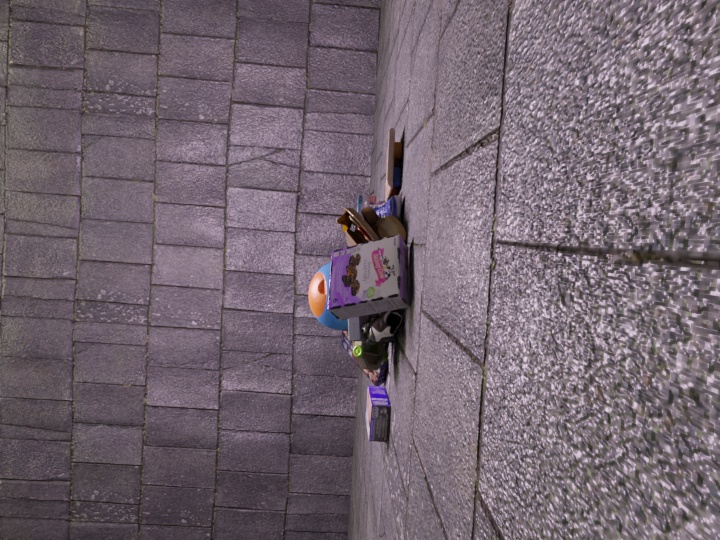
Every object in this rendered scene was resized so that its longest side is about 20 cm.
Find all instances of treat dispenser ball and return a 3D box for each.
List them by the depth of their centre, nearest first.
[{"bbox_3d":[-0.059,0.075,1.605,0.201,0.194,0.208,-176,90,-88],"label":"treat dispenser ball"}]

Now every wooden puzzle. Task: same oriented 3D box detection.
[{"bbox_3d":[0.106,-0.328,1.721,0.200,0.045,0.192,82,-169,-79],"label":"wooden puzzle"}]

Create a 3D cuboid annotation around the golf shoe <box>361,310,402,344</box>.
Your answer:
[{"bbox_3d":[0.081,0.127,1.430,0.079,0.092,0.201,64,-146,-21],"label":"golf shoe"}]

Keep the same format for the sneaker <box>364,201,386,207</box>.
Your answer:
[{"bbox_3d":[0.078,-0.145,1.762,0.082,0.086,0.203,-89,-18,-51],"label":"sneaker"}]

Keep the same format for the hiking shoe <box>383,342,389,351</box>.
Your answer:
[{"bbox_3d":[0.069,0.168,1.667,0.100,0.074,0.206,35,-131,-58],"label":"hiking shoe"}]

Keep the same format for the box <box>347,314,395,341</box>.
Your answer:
[{"bbox_3d":[0.032,0.115,1.477,0.198,0.040,0.161,14,-108,-58],"label":"box"}]

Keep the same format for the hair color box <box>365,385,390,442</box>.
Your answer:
[{"bbox_3d":[0.052,0.441,1.662,0.200,0.063,0.113,-138,52,-85],"label":"hair color box"}]

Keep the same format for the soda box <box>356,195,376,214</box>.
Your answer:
[{"bbox_3d":[0.018,-0.152,1.845,0.064,0.066,0.207,87,-174,-88],"label":"soda box"}]

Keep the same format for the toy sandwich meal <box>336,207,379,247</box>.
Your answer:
[{"bbox_3d":[-0.002,-0.091,1.526,0.206,0.070,0.205,50,177,4],"label":"toy sandwich meal"}]

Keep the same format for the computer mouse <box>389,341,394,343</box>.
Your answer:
[{"bbox_3d":[0.093,0.114,1.593,0.059,0.033,0.207,70,-164,-75],"label":"computer mouse"}]

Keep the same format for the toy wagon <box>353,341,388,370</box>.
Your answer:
[{"bbox_3d":[0.029,0.179,1.534,0.154,0.039,0.207,23,-117,-56],"label":"toy wagon"}]

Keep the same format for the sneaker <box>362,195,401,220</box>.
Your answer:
[{"bbox_3d":[0.064,-0.165,1.616,0.200,0.111,0.083,109,164,-81],"label":"sneaker"}]

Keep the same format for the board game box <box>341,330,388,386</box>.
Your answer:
[{"bbox_3d":[0.010,0.279,1.786,0.200,0.034,0.137,46,152,26],"label":"board game box"}]

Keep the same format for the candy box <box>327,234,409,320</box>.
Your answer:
[{"bbox_3d":[0.022,0.018,1.336,0.072,0.195,0.172,45,-141,-50],"label":"candy box"}]

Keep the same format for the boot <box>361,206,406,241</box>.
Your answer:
[{"bbox_3d":[0.086,-0.095,1.524,0.201,0.071,0.145,42,172,43],"label":"boot"}]

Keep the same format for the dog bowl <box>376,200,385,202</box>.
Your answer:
[{"bbox_3d":[0.078,-0.155,1.924,0.200,0.057,0.207,-176,90,-87],"label":"dog bowl"}]
